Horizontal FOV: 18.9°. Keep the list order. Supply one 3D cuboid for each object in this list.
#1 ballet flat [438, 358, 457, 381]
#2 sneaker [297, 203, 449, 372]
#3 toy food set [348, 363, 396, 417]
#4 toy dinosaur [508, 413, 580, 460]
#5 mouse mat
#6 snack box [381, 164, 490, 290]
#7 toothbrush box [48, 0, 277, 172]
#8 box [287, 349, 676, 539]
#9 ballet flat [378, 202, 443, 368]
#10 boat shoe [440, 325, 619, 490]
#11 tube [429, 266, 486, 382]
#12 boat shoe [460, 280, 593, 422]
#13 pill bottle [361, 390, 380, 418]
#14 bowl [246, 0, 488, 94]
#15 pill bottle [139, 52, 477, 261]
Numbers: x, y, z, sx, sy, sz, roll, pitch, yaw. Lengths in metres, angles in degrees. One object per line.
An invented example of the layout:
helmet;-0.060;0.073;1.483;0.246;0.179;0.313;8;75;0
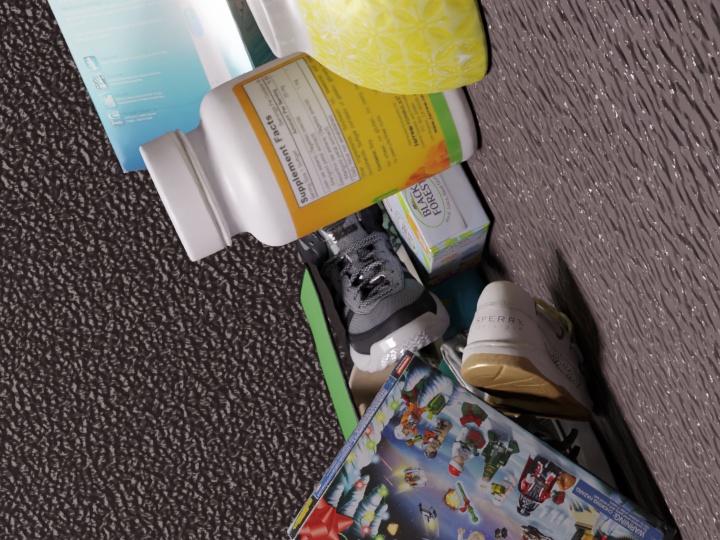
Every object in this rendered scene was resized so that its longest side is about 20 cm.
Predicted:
ballet flat;0.123;0.132;1.697;0.062;0.067;0.200;30;-155;-41
sneaker;0.000;0.000;1.561;0.114;0.075;0.200;60;178;-14
toy food set;0.076;0.148;1.733;0.143;0.061;0.200;20;-150;-23
toy dinosaur;0.092;0.168;1.403;0.102;0.199;0.136;139;143;-68
mouse mat;-0.012;0.099;1.607;0.161;0.007;0.201;110;143;-80
snack box;0.025;-0.096;1.556;0.201;0.053;0.142;63;176;10
toothbrush box;-0.130;-0.182;1.527;0.085;0.146;0.201;-54;-52;-48
box;0.074;0.160;1.330;0.200;0.137;0.040;33;179;-7
ballet flat;0.057;0.023;1.822;0.200;0.074;0.074;66;175;-33
boat shoe;0.119;0.117;1.496;0.200;0.071;0.072;60;173;36
tube;0.068;0.002;1.654;0.201;0.050;0.077;68;156;7
boat shoe;0.110;0.052;1.365;0.200;0.070;0.070;50;-136;-72
pill bottle;0.089;0.161;1.568;0.200;0.112;0.113;44;165;31
bowl;-0.016;-0.182;1.260;0.200;0.107;0.201;155;90;-86
pill bottle;-0.035;-0.084;1.396;0.111;0.199;0.111;155;90;-85
